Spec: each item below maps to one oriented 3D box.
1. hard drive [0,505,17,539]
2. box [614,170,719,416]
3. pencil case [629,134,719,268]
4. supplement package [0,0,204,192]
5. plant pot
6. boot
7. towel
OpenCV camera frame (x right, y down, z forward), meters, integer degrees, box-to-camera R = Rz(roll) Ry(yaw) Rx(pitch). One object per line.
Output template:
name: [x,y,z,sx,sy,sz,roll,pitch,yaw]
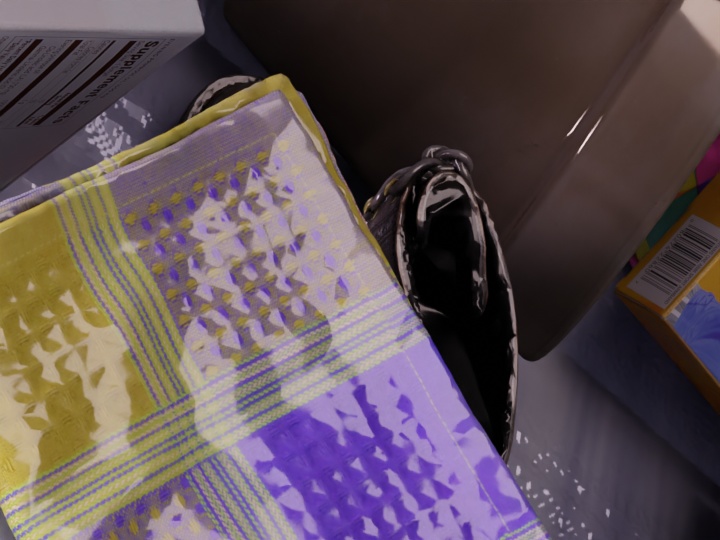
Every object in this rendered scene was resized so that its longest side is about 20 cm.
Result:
hard drive: [-0.165,0.057,0.662,0.200,0.132,0.025,52,39,-6]
box: [0.202,0.031,0.983,0.119,0.041,0.200,-47,121,-6]
pencil case: [0.209,-0.003,1.044,0.199,0.088,0.089,18,58,-30]
supplement package: [-0.187,-0.127,0.727,0.199,0.147,0.192,-3,71,-41]
plant pot: [0.049,-0.094,0.903,0.173,0.200,0.200,33,49,-1]
boot: [0.000,0.000,0.795,0.069,0.174,0.201,-6,72,-23]
towel: [-0.025,0.055,0.647,0.143,0.023,0.201,-24,82,-35]
